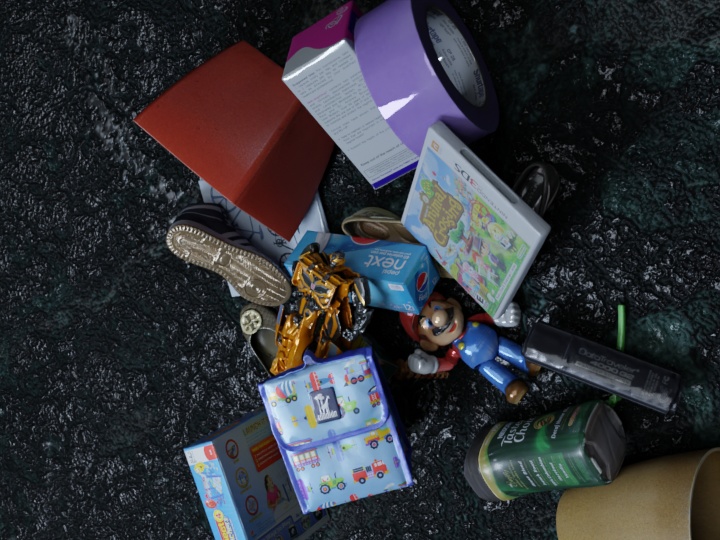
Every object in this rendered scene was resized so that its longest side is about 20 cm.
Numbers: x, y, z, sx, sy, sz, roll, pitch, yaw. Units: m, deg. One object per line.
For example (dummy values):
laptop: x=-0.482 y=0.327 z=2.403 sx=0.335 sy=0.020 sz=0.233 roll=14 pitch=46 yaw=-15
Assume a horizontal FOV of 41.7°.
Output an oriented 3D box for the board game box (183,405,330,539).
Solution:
board game box: x=-0.144 y=0.311 z=1.369 sx=0.056 sy=0.200 sz=0.197 roll=-19 pitch=90 yaw=30

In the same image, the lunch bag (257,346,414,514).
lunch bag: x=-0.032 y=0.188 z=1.208 sx=0.150 sy=0.094 sz=0.201 roll=-17 pitch=110 yaw=7

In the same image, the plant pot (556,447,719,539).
plant pot: x=0.348 y=0.311 z=1.150 sx=0.199 sy=0.186 sz=0.187 roll=-11 pitch=94 yaw=43

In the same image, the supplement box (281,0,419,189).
supplement box: x=0.004 y=-0.219 z=1.197 sx=0.103 sy=0.102 sz=0.200 roll=-26 pitch=126 yaw=28

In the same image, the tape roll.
tape roll: x=0.084 y=-0.241 z=1.153 sx=0.085 sy=0.200 sz=0.201 roll=-24 pitch=88 yaw=27

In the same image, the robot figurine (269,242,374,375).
robot figurine: x=-0.055 y=0.066 z=1.230 sx=0.145 sy=0.058 sz=0.201 roll=33 pitch=122 yaw=34

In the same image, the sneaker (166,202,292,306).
sneaker: x=-0.185 y=-0.029 z=1.384 sx=0.199 sy=0.109 sz=0.070 roll=31 pitch=111 yaw=-17

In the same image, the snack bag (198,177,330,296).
snack bag: x=-0.134 y=-0.073 z=1.395 sx=0.199 sy=0.021 sz=0.190 roll=-15 pitch=93 yaw=25

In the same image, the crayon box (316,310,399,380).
crayon box: x=-0.053 y=0.163 z=1.315 sx=0.200 sy=0.051 sz=0.127 roll=-51 pitch=48 yaw=11

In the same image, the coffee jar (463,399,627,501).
coffee jar: x=0.229 y=0.232 z=1.201 sx=0.199 sy=0.104 sz=0.086 roll=-23 pitch=107 yaw=41

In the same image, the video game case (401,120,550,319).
video game case: x=0.128 y=-0.054 z=1.125 sx=0.182 sy=0.022 sz=0.200 roll=47 pitch=154 yaw=18

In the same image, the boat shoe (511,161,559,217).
boat shoe: x=0.189 y=-0.045 z=1.191 sx=0.067 sy=0.057 sz=0.201 roll=25 pitch=95 yaw=22

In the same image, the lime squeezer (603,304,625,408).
lime squeezer: x=0.307 y=0.143 z=1.210 sx=0.201 sy=0.038 sz=0.071 roll=-62 pitch=40 yaw=22

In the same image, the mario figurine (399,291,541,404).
mario figurine: x=0.138 y=0.090 z=1.233 sx=0.199 sy=0.123 sz=0.106 roll=29 pitch=132 yaw=14

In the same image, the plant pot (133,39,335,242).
plant pot: x=-0.145 y=-0.186 z=1.276 sx=0.200 sy=0.200 sz=0.177 roll=38 pitch=91 yaw=21

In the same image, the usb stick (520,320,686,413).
usb stick: x=0.297 y=0.118 z=1.167 sx=0.199 sy=0.033 sz=0.056 roll=21 pitch=80 yaw=19

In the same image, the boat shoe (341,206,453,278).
boat shoe: x=0.069 y=-0.033 z=1.275 sx=0.199 sy=0.063 sz=0.074 roll=16 pitch=106 yaw=24

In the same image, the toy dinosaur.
toy dinosaur: x=0.026 y=0.170 z=1.323 sx=0.200 sy=0.102 sz=0.137 roll=-28 pitch=69 yaw=49

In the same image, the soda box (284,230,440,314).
soda box: x=0.000 y=0.000 z=1.266 sx=0.199 sy=0.068 sz=0.064 roll=10 pitch=144 yaw=35

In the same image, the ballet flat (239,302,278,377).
ballet flat: x=-0.122 y=0.137 z=1.411 sx=0.067 sy=0.046 sz=0.201 roll=-34 pitch=83 yaw=27
